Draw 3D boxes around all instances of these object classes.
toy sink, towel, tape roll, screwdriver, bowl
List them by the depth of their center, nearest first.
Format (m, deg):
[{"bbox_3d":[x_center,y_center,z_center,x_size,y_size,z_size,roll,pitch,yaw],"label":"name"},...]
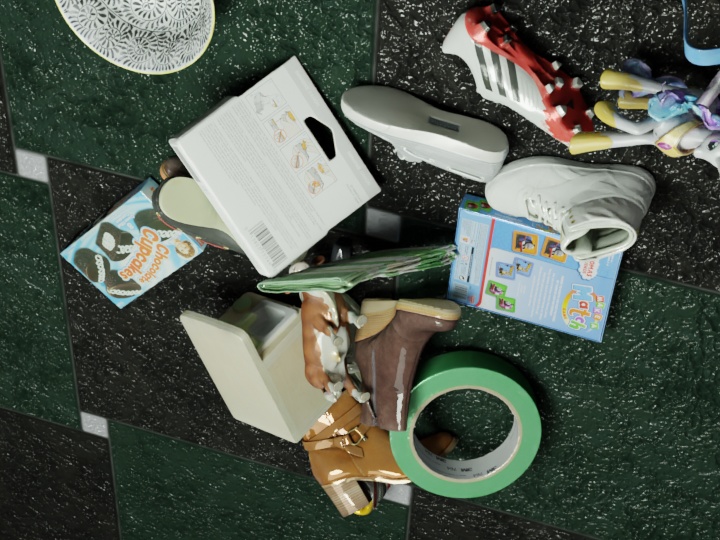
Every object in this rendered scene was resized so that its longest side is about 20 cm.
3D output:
[{"bbox_3d":[-0.238,-0.330,1.604,0.200,0.094,0.202,13,133,14],"label":"bowl"},{"bbox_3d":[0.000,0.000,1.709,0.152,0.199,0.024,-2,100,46],"label":"towel"},{"bbox_3d":[-0.039,0.054,1.856,0.029,0.028,0.201,4,114,-19],"label":"screwdriver"},{"bbox_3d":[0.137,0.204,1.882,0.199,0.048,0.202,0,116,0],"label":"tape roll"},{"bbox_3d":[-0.129,0.108,1.903,0.130,0.112,0.201,15,140,42],"label":"toy sink"}]

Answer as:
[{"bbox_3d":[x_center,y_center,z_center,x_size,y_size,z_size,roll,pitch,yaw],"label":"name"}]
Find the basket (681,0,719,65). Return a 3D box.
[{"bbox_3d":[0.398,-0.255,1.332,0.199,0.177,0.140,-2,133,11],"label":"basket"}]

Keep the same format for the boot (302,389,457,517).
[{"bbox_3d":[0.020,0.229,1.975,0.155,0.199,0.074,62,174,2],"label":"boot"}]

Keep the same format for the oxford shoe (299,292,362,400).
[{"bbox_3d":[-0.020,0.097,1.905,0.075,0.058,0.201,-12,121,36],"label":"oxford shoe"}]

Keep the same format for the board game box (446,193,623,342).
[{"bbox_3d":[0.210,-0.002,1.730,0.199,0.037,0.152,16,133,12],"label":"board game box"}]

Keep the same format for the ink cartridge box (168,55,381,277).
[{"bbox_3d":[-0.099,-0.123,1.696,0.200,0.176,0.045,56,166,-18],"label":"ink cartridge box"}]

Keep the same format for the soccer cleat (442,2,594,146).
[{"bbox_3d":[0.173,-0.202,1.558,0.200,0.069,0.085,43,141,-11],"label":"soccer cleat"}]

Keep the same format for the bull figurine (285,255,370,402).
[{"bbox_3d":[-0.041,0.078,1.808,0.121,0.065,0.201,42,147,50],"label":"bull figurine"}]

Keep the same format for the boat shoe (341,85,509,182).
[{"bbox_3d":[0.070,-0.154,1.646,0.199,0.072,0.069,14,134,0],"label":"boat shoe"}]

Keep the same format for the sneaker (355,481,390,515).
[{"bbox_3d":[-0.029,0.266,2.038,0.078,0.082,0.200,-25,115,38],"label":"sneaker"}]

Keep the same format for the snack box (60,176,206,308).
[{"bbox_3d":[-0.304,-0.034,1.930,0.116,0.037,0.200,44,132,-17],"label":"snack box"}]

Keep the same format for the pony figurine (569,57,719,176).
[{"bbox_3d":[0.340,-0.158,1.455,0.199,0.193,0.167,19,134,35],"label":"pony figurine"}]

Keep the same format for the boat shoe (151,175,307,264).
[{"bbox_3d":[-0.157,-0.062,1.737,0.200,0.074,0.063,20,173,-21],"label":"boat shoe"}]

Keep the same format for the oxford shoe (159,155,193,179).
[{"bbox_3d":[-0.149,-0.118,1.772,0.199,0.071,0.073,14,130,-2],"label":"oxford shoe"}]

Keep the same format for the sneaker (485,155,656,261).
[{"bbox_3d":[0.224,-0.067,1.614,0.199,0.116,0.074,0,131,25],"label":"sneaker"}]

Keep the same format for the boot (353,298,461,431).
[{"bbox_3d":[0.061,0.119,1.803,0.200,0.072,0.168,-1,89,57],"label":"boot"}]
